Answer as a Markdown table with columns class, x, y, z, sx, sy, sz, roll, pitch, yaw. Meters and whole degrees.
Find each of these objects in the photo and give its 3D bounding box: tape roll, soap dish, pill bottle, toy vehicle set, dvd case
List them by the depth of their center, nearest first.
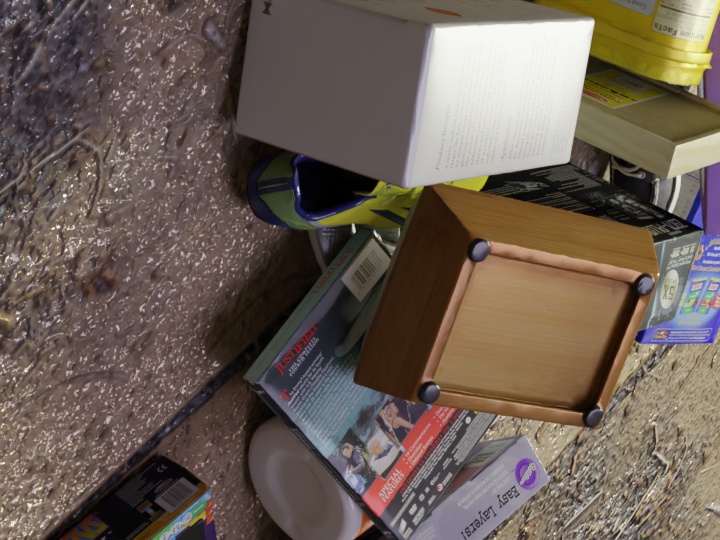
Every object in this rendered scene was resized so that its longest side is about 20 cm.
| class | x | y | z | sx | sy | sz | roll | pitch | yaw |
| --- | --- | --- | --- | --- | --- | --- | --- | --- | --- |
| soap dish | 0.110 | 0.032 | 1.372 | 0.198 | 0.081 | 0.159 | 10 | 110 | -29 |
| dvd case | 0.016 | 0.088 | 1.411 | 0.146 | 0.022 | 0.200 | -53 | 126 | -18 |
| toy vehicle set | 0.191 | -0.131 | 1.485 | 0.124 | 0.199 | 0.027 | -17 | 127 | -47 |
| pill bottle | 0.017 | 0.127 | 1.520 | 0.199 | 0.114 | 0.115 | -31 | 138 | -39 |
| tape roll | 0.316 | -0.130 | 1.596 | 0.200 | 0.065 | 0.202 | -2 | 90 | -81 |

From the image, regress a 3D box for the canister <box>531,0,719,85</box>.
| class | x | y | z | sx | sy | sz | roll | pitch | yaw |
| --- | --- | --- | --- | --- | --- | --- | --- | --- | --- |
| canister | 0.227 | -0.263 | 1.483 | 0.086 | 0.148 | 0.202 | -6 | 118 | -53 |

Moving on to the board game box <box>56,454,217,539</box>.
| class | x | y | z | sx | sy | sz | roll | pitch | yaw |
| --- | --- | --- | --- | --- | --- | --- | --- | --- | --- |
| board game box | -0.187 | 0.256 | 1.384 | 0.200 | 0.056 | 0.166 | -38 | 144 | -33 |

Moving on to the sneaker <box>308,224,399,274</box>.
| class | x | y | z | sx | sy | sz | roll | pitch | yaw |
| --- | --- | --- | --- | --- | --- | --- | --- | --- | --- |
| sneaker | 0.000 | 0.000 | 1.446 | 0.070 | 0.080 | 0.201 | -37 | 123 | -16 |

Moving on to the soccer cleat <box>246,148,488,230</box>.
| class | x | y | z | sx | sy | sz | roll | pitch | yaw |
| --- | --- | --- | --- | --- | --- | --- | --- | --- | --- |
| soccer cleat | 0.016 | -0.062 | 1.347 | 0.199 | 0.083 | 0.065 | -7 | 90 | -31 |

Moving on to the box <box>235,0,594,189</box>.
| class | x | y | z | sx | sy | sz | roll | pitch | yaw |
| --- | --- | --- | --- | --- | --- | --- | --- | --- | --- |
| box | 0.038 | -0.133 | 1.297 | 0.199 | 0.151 | 0.107 | -11 | 116 | -51 |

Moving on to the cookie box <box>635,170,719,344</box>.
| class | x | y | z | sx | sy | sz | roll | pitch | yaw |
| --- | --- | --- | --- | --- | --- | --- | --- | --- | --- |
| cookie box | 0.321 | -0.033 | 1.871 | 0.171 | 0.075 | 0.201 | 3 | 112 | -56 |

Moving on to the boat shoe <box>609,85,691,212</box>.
| class | x | y | z | sx | sy | sz | roll | pitch | yaw |
| --- | --- | --- | --- | --- | --- | --- | --- | --- | --- |
| boat shoe | 0.250 | -0.118 | 1.703 | 0.060 | 0.074 | 0.202 | -17 | 125 | -49 |

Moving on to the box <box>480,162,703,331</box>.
| class | x | y | z | sx | sy | sz | roll | pitch | yaw |
| --- | --- | --- | --- | --- | --- | --- | --- | --- | --- |
| box | 0.156 | -0.016 | 1.561 | 0.199 | 0.163 | 0.087 | -14 | 125 | -51 |

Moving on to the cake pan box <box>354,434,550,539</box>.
| class | x | y | z | sx | sy | sz | roll | pitch | yaw |
| --- | --- | --- | --- | --- | --- | --- | --- | --- | --- |
| cake pan box | 0.035 | 0.209 | 1.564 | 0.200 | 0.184 | 0.053 | -36 | 101 | -34 |
